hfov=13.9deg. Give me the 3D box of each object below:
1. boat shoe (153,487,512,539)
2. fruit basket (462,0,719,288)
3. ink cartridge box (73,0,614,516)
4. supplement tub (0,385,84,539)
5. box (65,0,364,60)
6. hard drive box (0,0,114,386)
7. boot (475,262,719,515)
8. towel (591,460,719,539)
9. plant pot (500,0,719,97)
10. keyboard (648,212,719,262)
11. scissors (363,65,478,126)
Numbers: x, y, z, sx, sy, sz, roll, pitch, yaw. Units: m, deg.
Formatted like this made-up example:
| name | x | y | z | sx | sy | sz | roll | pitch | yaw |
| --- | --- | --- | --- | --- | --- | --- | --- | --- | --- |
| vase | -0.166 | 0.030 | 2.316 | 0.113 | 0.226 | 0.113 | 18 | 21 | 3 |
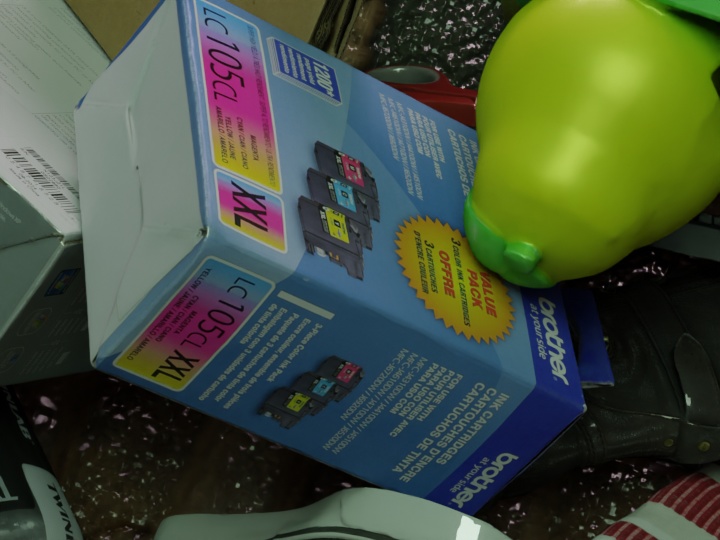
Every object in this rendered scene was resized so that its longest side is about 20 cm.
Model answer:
| name | x | y | z | sx | sy | sz | roll | pitch | yaw |
| --- | --- | --- | --- | --- | --- | --- | --- | --- | --- |
| boat shoe | -0.015 | 0.127 | 1.090 | 0.071 | 0.200 | 0.064 | 37 | 61 | -28 |
| fruit basket | 0.113 | -0.081 | 1.069 | 0.215 | 0.155 | 0.217 | -5 | 80 | 29 |
| ink cartridge box | 0.000 | 0.000 | 1.062 | 0.199 | 0.076 | 0.137 | 26 | 36 | -31 |
| supplement tub | -0.182 | 0.084 | 1.134 | 0.122 | 0.123 | 0.201 | -25 | 65 | -10 |
| box | -0.062 | -0.144 | 1.152 | 0.021 | 0.164 | 0.200 | -2 | 40 | -38 |
| hard drive box | -0.133 | -0.038 | 1.145 | 0.156 | 0.200 | 0.077 | 43 | 110 | 18 |
| boot | 0.083 | 0.023 | 1.191 | 0.173 | 0.069 | 0.200 | -11 | 46 | -19 |
| towel | 0.150 | 0.135 | 1.082 | 0.144 | 0.200 | 0.023 | 33 | 113 | 17 |
| plant pot | 0.164 | -0.132 | 1.217 | 0.199 | 0.187 | 0.188 | 3 | 62 | 20 |
| keyboard | 0.082 | -0.039 | 1.198 | 0.199 | 0.104 | 0.040 | 12 | 98 | 8 |
| scissors | 0.052 | -0.061 | 1.196 | 0.073 | 0.014 | 0.200 | -14 | 20 | -40 |
